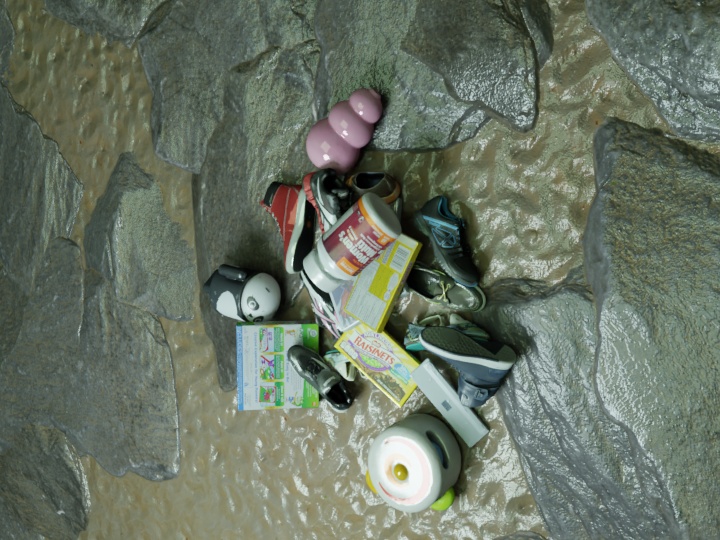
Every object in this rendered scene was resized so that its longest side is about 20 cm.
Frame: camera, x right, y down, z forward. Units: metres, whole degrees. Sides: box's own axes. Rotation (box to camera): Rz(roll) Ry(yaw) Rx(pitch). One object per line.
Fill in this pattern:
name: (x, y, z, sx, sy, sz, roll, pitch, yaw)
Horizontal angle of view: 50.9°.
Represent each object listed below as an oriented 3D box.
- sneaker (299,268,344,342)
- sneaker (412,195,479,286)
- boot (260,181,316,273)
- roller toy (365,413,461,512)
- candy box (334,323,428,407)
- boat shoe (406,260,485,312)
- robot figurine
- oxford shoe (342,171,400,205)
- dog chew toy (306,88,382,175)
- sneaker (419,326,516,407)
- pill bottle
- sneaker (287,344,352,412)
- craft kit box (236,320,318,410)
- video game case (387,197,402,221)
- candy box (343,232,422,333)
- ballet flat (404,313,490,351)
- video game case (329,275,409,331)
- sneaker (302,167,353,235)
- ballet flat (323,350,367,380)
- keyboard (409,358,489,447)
sneaker: (-0.085, 0.083, 1.737, 0.202, 0.079, 0.087, 56, 130, 20)
sneaker: (0.187, -0.060, 1.546, 0.082, 0.073, 0.202, -42, 75, 27)
boot: (-0.180, -0.102, 1.775, 0.141, 0.072, 0.206, 11, 94, 31)
roller toy: (0.111, 0.410, 1.617, 0.196, 0.139, 0.188, 16, 104, 30)
candy box: (0.045, 0.189, 1.636, 0.199, 0.026, 0.103, 41, 99, 13)
boat shoe: (0.165, 0.038, 1.579, 0.198, 0.060, 0.074, 24, 109, 27)
robot figurine: (-0.286, 0.057, 1.827, 0.196, 0.149, 0.129, 12, 90, 30)
oxford shoe: (-0.014, -0.183, 1.643, 0.195, 0.073, 0.073, -7, 59, 27)
dog chew toy: (-0.028, -0.304, 1.625, 0.200, 0.124, 0.125, -47, 72, 19)
sneaker: (0.196, 0.199, 1.527, 0.197, 0.078, 0.148, 18, 128, -5)
pill bottle: (-0.019, -0.053, 1.529, 0.199, 0.109, 0.111, -42, 75, 21)
sneaker: (-0.085, 0.243, 1.718, 0.066, 0.090, 0.200, -44, 95, -15)
craft kit box: (-0.193, 0.221, 1.776, 0.191, 0.049, 0.206, 0, 98, -5)
video game case: (0.005, -0.058, 1.670, 0.178, 0.023, 0.206, 3, 87, 32)
candy box: (0.045, 0.015, 1.562, 0.101, 0.026, 0.204, 31, 99, 38)
ballet flat: (0.178, 0.124, 1.585, 0.195, 0.074, 0.077, -8, 93, 29)
video game case: (0.000, 0.000, 1.634, 0.180, 0.023, 0.204, -32, 66, 26)
sneaker: (-0.050, -0.126, 1.601, 0.097, 0.070, 0.205, -26, 88, 48)
ballet flat: (-0.003, 0.208, 1.700, 0.196, 0.069, 0.073, -13, 66, 30)
keyboard: (0.187, 0.279, 1.592, 0.056, 0.011, 0.201, -41, 89, 15)
